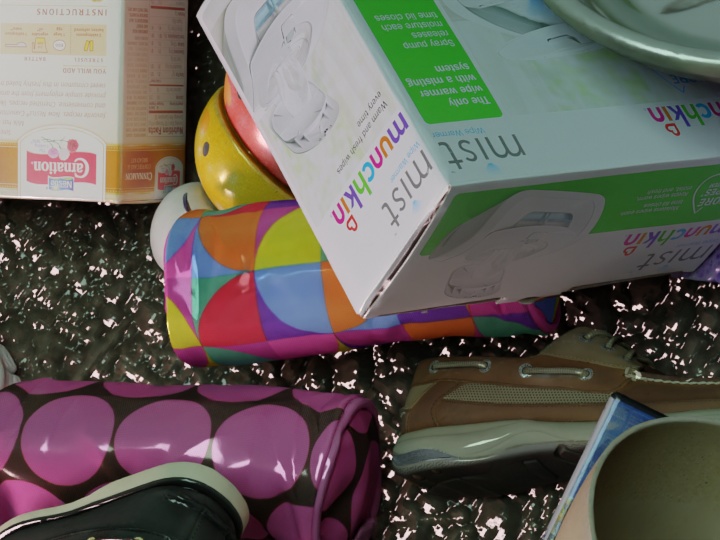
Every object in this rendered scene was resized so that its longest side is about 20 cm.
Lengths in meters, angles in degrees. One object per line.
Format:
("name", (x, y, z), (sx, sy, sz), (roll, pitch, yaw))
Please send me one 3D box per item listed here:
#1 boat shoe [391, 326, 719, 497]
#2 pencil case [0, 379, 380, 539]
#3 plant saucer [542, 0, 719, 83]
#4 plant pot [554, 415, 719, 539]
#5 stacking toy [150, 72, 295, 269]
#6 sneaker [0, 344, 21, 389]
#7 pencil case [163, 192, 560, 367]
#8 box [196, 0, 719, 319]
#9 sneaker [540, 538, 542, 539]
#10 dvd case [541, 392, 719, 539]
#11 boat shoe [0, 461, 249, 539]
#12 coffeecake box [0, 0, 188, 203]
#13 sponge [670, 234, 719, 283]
("boat shoe", (0.109, 0.061, 1.278), (0.199, 0.076, 0.072), (-5, 67, 18))
("pencil case", (-0.088, 0.102, 1.327), (0.199, 0.091, 0.094), (2, 112, 23))
("plant saucer", (0.165, -0.136, 1.186), (0.199, 0.050, 0.201), (-1, 44, 1))
("plant pot", (0.145, 0.180, 1.114), (0.201, 0.200, 0.135), (54, 128, 28))
("stacking toy", (-0.035, -0.065, 1.367), (0.200, 0.146, 0.146), (-45, 60, 19))
("sneaker", (-0.256, 0.006, 1.433), (0.078, 0.090, 0.200), (-46, 60, 2))
("pencil case", (0.000, 0.000, 1.304), (0.199, 0.088, 0.089), (-4, 69, 22))
("box", (0.057, -0.081, 1.207), (0.177, 0.199, 0.097), (61, 138, 28))
("sneaker", (0.072, 0.163, 1.251), (0.200, 0.076, 0.070), (-44, 62, 1))
("dvd case", (0.133, 0.174, 1.202), (0.142, 0.018, 0.201), (26, 92, -1))
("boat shoe", (-0.134, 0.153, 1.284), (0.201, 0.074, 0.063), (-28, 28, 42))
("coffeecake box", (-0.172, -0.138, 1.420), (0.153, 0.073, 0.201), (3, 94, 26))
("sponge", (0.213, -0.043, 1.196), (0.199, 0.030, 0.112), (9, 102, 51))
